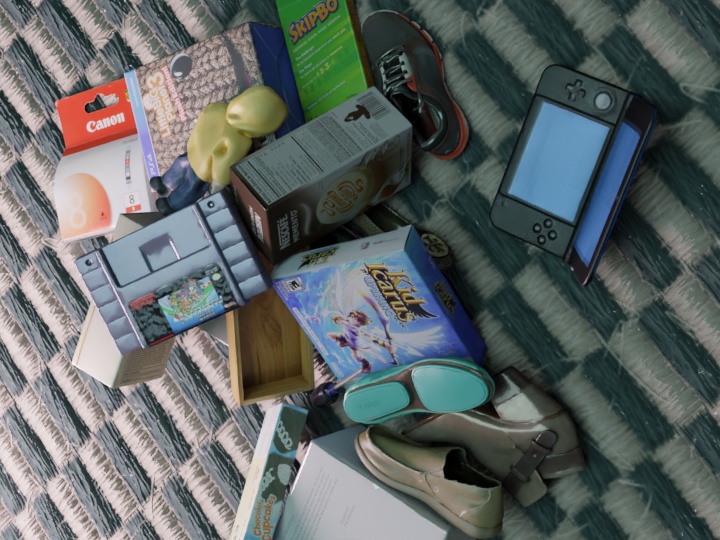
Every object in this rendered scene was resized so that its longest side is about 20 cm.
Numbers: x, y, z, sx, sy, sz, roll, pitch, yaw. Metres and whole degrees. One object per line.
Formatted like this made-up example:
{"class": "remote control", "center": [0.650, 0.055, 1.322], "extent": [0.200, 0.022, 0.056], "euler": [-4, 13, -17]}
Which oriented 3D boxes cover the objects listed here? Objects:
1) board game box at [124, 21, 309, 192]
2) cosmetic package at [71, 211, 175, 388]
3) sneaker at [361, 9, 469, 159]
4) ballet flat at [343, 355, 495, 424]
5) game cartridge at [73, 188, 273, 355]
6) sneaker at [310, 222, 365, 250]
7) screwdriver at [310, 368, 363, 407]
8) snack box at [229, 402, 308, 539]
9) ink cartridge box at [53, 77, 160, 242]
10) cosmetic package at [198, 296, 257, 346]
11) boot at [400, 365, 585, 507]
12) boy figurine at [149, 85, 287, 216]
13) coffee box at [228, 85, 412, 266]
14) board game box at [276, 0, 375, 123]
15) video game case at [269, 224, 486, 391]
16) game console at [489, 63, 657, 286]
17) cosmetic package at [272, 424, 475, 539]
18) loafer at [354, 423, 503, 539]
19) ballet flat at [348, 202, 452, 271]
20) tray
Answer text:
{"class": "board game box", "center": [-0.175, -0.200, 1.636], "extent": [0.200, 0.097, 0.160], "euler": [-17, 85, 29]}
{"class": "cosmetic package", "center": [-0.264, 0.034, 1.580], "extent": [0.073, 0.103, 0.200], "euler": [26, 104, 24]}
{"class": "sneaker", "center": [0.056, -0.221, 1.513], "extent": [0.077, 0.082, 0.200], "euler": [-38, 75, 26]}
{"class": "ballet flat", "center": [0.072, 0.127, 1.485], "extent": [0.200, 0.070, 0.067], "euler": [-15, 104, 34]}
{"class": "game cartridge", "center": [-0.213, 0.005, 1.489], "extent": [0.200, 0.038, 0.130], "euler": [-24, 92, 14]}
{"class": "sneaker", "center": [0.000, 0.000, 1.557], "extent": [0.200, 0.086, 0.080], "euler": [31, 108, 24]}
{"class": "screwdriver", "center": [-0.022, 0.137, 1.549], "extent": [0.200, 0.029, 0.028], "euler": [146, 139, -65]}
{"class": "snack box", "center": [-0.116, 0.264, 1.589], "extent": [0.037, 0.116, 0.200], "euler": [18, 77, -9]}
{"class": "ink cartridge box", "center": [-0.347, -0.151, 1.765], "extent": [0.162, 0.050, 0.200], "euler": [-12, 90, 29]}
{"class": "cosmetic package", "center": [-0.191, 0.016, 1.656], "extent": [0.200, 0.107, 0.090], "euler": [26, 106, 24]}
{"class": "boot", "center": [0.155, 0.204, 1.500], "extent": [0.200, 0.070, 0.146], "euler": [-34, 87, 37]}
{"class": "boy figurine", "center": [-0.167, -0.148, 1.542], "extent": [0.200, 0.064, 0.124], "euler": [-44, 45, 20]}
{"class": "coffee box", "center": [-0.043, -0.108, 1.491], "extent": [0.200, 0.114, 0.080], "euler": [-32, 61, -18]}
{"class": "board game box", "center": [-0.038, -0.256, 1.597], "extent": [0.095, 0.030, 0.200], "euler": [-16, 88, 28]}
{"class": "video game case", "center": [0.022, 0.051, 1.508], "extent": [0.181, 0.045, 0.200], "euler": [-14, 127, 29]}
{"class": "game console", "center": [0.223, -0.107, 1.407], "extent": [0.171, 0.118, 0.200], "euler": [26, 105, 25]}
{"class": "cosmetic package", "center": [0.012, 0.323, 1.551], "extent": [0.200, 0.123, 0.200], "euler": [30, 108, 24]}
{"class": "loafer", "center": [0.084, 0.224, 1.479], "extent": [0.200, 0.076, 0.068], "euler": [30, 110, 23]}
{"class": "ballet flat", "center": [0.029, -0.059, 1.552], "extent": [0.200, 0.067, 0.046], "euler": [34, 117, 30]}
{"class": "tray", "center": [-0.109, 0.058, 1.565], "extent": [0.037, 0.098, 0.200], "euler": [-133, 37, -56]}
